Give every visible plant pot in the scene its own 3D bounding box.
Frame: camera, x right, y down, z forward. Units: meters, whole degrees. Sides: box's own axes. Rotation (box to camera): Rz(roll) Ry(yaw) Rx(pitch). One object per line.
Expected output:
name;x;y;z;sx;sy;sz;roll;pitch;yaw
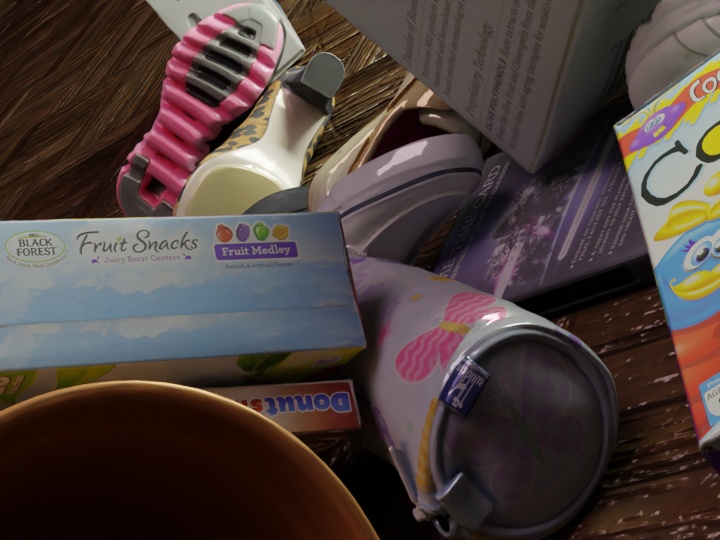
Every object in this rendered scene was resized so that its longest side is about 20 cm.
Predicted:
plant pot;-0.095;0.151;0.559;0.201;0.200;0.140;-52;7;-22

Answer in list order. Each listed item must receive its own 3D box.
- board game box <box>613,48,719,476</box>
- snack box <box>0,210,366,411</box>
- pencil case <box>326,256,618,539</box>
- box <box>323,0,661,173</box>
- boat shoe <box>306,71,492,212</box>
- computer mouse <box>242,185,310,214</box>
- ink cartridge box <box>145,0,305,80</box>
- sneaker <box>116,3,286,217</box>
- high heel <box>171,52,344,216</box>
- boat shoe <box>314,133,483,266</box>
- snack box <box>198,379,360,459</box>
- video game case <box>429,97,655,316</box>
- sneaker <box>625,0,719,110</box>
board game box;0.158;0.003;0.476;0.103;0.105;0.201;-35;22;20
snack box;-0.114;0.043;0.664;0.200;0.167;0.069;-45;53;56
pencil case;0.029;0.049;0.650;0.091;0.083;0.200;-59;23;-2
box;0.098;-0.204;0.742;0.199;0.171;0.201;-43;-18;-21
boat shoe;0.051;-0.086;0.885;0.201;0.073;0.069;-50;23;8
computer mouse;-0.083;0.016;0.957;0.200;0.046;0.141;-41;20;6
ink cartridge box;-0.135;-0.250;1.406;0.084;0.145;0.200;-39;22;6
sneaker;-0.115;-0.122;1.188;0.201;0.079;0.095;-55;-12;20
high heel;-0.081;-0.066;1.110;0.201;0.071;0.143;-53;7;-7
boat shoe;0.000;0.000;0.823;0.199;0.073;0.068;-36;65;42
snack box;-0.067;0.089;0.680;0.200;0.071;0.025;134;131;-60
video game case;0.114;-0.035;0.742;0.199;0.019;0.144;-23;29;45
sneaker;0.185;-0.084;0.610;0.077;0.101;0.199;-13;-9;-34
